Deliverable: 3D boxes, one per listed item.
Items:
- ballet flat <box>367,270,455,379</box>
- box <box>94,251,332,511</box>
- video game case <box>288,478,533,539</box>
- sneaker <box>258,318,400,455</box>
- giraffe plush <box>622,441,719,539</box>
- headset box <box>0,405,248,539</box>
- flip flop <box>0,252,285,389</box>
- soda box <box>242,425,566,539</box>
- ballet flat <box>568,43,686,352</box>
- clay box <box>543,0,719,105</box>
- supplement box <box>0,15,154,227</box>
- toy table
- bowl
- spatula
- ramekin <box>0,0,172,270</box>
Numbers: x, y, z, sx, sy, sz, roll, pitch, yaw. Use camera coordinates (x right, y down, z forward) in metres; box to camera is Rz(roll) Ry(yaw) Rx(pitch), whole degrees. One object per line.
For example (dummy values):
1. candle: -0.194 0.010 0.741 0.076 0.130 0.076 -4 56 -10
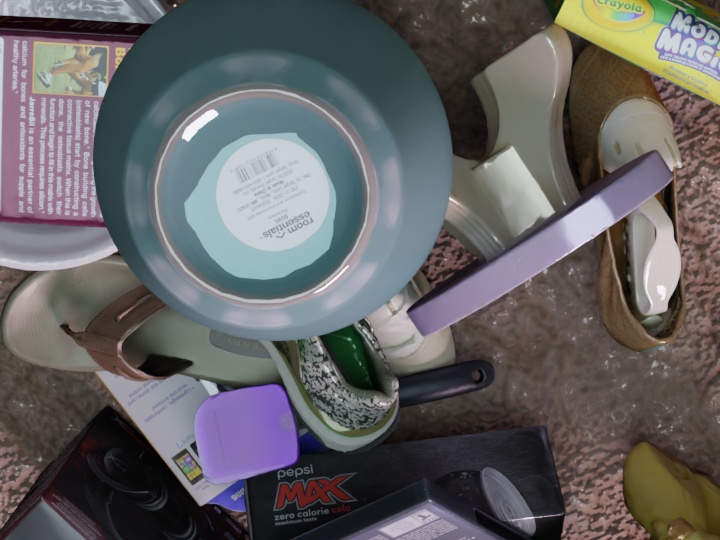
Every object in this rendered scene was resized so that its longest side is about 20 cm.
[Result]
1. ballet flat: 0.000 0.000 1.201 0.069 0.069 0.200 -27 100 9
2. box: -0.103 0.059 1.236 0.119 0.041 0.200 -35 101 11
3. video game case: 0.038 0.195 1.185 0.143 0.019 0.200 -27 143 24
4. sneaker: -0.036 0.016 1.140 0.077 0.089 0.200 -39 88 -25
5. giraffe plush: 0.192 0.231 1.171 0.172 0.200 0.162 39 103 -7
6. headset box: -0.150 0.188 1.184 0.149 0.200 0.077 43 102 -5
7. flip flop: -0.128 0.040 1.182 0.199 0.058 0.081 12 105 0
8. soda box: 0.027 0.154 1.203 0.199 0.071 0.063 -7 145 -4
9. ballet flat: 0.174 -0.043 1.172 0.068 0.072 0.201 -8 102 -14
10. clay box: 0.168 -0.144 1.087 0.115 0.200 0.048 26 103 -2
11. supplement box: -0.133 -0.085 1.078 0.199 0.086 0.111 3 102 0
12. toy table: 0.078 -0.054 1.118 0.200 0.184 0.117 -32 92 31
13. bowl: -0.050 -0.048 0.989 0.200 0.105 0.202 0 102 1
14. spatula: -0.008 0.086 1.194 0.199 0.021 0.057 -14 94 -17
15. ramekin: -0.193 -0.108 1.173 0.200 0.098 0.201 1 103 3
